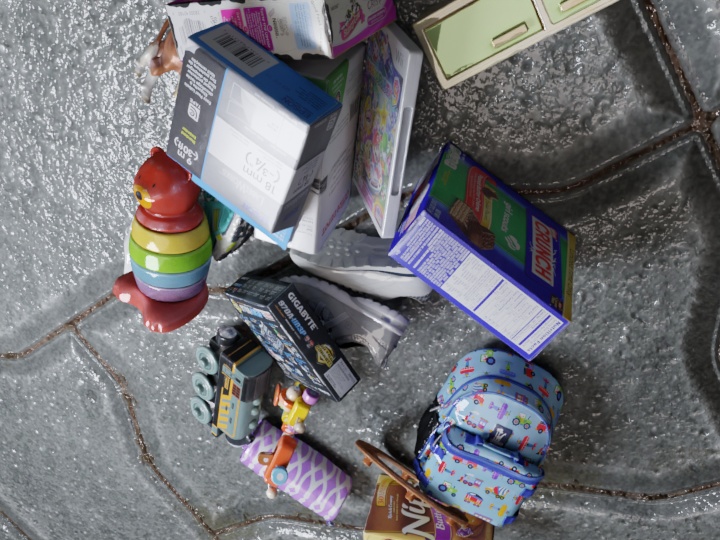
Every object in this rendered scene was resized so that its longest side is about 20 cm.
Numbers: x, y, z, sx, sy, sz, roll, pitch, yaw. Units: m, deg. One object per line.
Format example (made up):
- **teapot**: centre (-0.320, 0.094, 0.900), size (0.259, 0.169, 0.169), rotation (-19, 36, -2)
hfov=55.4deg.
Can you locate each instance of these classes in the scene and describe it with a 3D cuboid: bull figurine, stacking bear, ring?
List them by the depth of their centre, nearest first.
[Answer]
- **bull figurine**: centre (-0.185, -0.202, 0.827), size (0.119, 0.065, 0.203), rotation (-29, 105, 6)
- **stacking bear**: centre (-0.239, -0.049, 0.852), size (0.120, 0.112, 0.204), rotation (33, 129, 31)
- **ring**: centre (0.071, 0.312, 1.004), size (0.198, 0.200, 0.019), rotation (36, 84, -6)

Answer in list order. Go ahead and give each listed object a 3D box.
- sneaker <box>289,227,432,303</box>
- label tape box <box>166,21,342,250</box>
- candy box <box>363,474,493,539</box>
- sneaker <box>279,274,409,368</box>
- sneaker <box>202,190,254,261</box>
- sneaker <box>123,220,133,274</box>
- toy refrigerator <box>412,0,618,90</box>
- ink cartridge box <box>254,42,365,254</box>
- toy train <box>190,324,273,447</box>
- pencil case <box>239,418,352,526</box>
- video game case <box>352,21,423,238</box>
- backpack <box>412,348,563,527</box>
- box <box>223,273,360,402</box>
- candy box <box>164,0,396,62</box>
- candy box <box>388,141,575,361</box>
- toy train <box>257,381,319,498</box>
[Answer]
- **sneaker**: centre (0.000, 0.000, 0.899), size (0.194, 0.077, 0.082), rotation (10, 138, 15)
- **label tape box**: centre (-0.118, -0.114, 0.685), size (0.143, 0.063, 0.202), rotation (35, 133, 8)
- **candy box**: centre (0.110, 0.395, 1.071), size (0.194, 0.118, 0.058), rotation (4, 123, 14)
- **sneaker**: centre (-0.037, 0.065, 0.912), size (0.196, 0.075, 0.084), rotation (19, 83, 25)
- **sneaker**: centre (-0.169, -0.078, 0.879), size (0.080, 0.077, 0.199), rotation (50, 142, -3)
- **sneaker**: centre (-0.297, -0.048, 0.960), size (0.070, 0.073, 0.204), rotation (32, 118, 16)
- **toy refrigerator**: centre (0.156, -0.266, 0.687), size (0.196, 0.070, 0.077), rotation (-21, 112, 26)
- **ink cartridge box**: centre (-0.058, -0.145, 0.780), size (0.082, 0.147, 0.205), rotation (14, 123, 10)
- **toy train**: centre (-0.195, 0.180, 1.041), size (0.113, 0.085, 0.204), rotation (33, 128, 24)
- **pencil case**: centre (-0.105, 0.325, 1.122), size (0.198, 0.085, 0.085), rotation (37, 161, -6)
- **video game case**: centre (0.024, -0.161, 0.754), size (0.017, 0.144, 0.205), rotation (-2, 124, -15)
- **backpack**: centre (0.180, 0.218, 0.934), size (0.179, 0.135, 0.203), rotation (26, 122, -1)
- **box**: centre (-0.097, 0.086, 0.923), size (0.161, 0.046, 0.199), rotation (56, 160, -18)
- **candy box**: centre (-0.079, -0.261, 0.696), size (0.195, 0.136, 0.062), rotation (9, 126, 31)
- **candy box**: centre (0.145, -0.027, 0.774), size (0.198, 0.170, 0.077), rotation (36, 127, -8)
- **toy train**: centre (-0.114, 0.226, 0.988), size (0.054, 0.200, 0.153), rotation (25, 89, -6)
